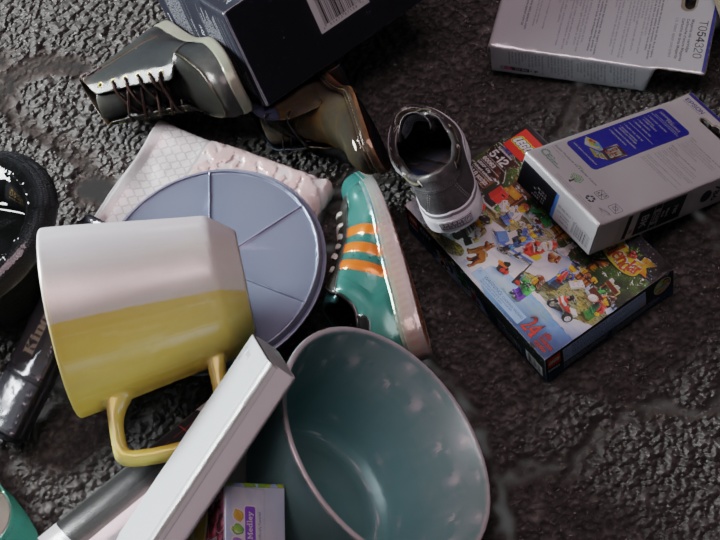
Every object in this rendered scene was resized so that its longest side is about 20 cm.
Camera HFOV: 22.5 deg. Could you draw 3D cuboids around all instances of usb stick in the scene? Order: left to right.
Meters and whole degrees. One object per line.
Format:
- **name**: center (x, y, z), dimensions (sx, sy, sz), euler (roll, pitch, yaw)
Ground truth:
- **usb stick**: center (-0.258, 0.050, 1.511), dimensions (0.055, 0.032, 0.202), euler (20, 83, 48)

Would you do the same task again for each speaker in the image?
- **speaker**: center (-0.153, 0.179, 1.422), dimensions (0.199, 0.082, 0.081), euler (-38, 59, -15)

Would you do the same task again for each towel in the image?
- **towel**: center (-0.148, -0.028, 1.585), dimensions (0.189, 0.032, 0.201), euler (22, 64, 22)

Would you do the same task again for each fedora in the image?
- **fedora**: center (-0.331, -0.010, 1.560), dimensions (0.199, 0.092, 0.202), euler (-16, 46, 17)

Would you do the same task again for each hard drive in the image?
- **hard drive**: center (-0.118, 0.144, 1.301), dimensions (0.026, 0.132, 0.201), euler (33, 91, -11)

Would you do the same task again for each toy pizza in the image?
- **toy pizza**: center (-0.124, 0.003, 1.523), dimensions (0.198, 0.032, 0.202), euler (-5, 58, 8)

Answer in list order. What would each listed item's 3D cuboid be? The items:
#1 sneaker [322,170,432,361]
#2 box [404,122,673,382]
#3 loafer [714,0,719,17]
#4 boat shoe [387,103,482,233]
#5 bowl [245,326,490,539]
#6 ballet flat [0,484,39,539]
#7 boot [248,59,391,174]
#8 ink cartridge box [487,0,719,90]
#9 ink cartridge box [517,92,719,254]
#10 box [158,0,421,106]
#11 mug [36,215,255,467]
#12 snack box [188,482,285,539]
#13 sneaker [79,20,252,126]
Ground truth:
- **sneaker**: center (0.000, 0.000, 1.516), dimensions (0.079, 0.072, 0.201), euler (-18, 51, 4)
- **box**: center (0.148, -0.019, 1.520), dimensions (0.136, 0.038, 0.200), euler (-34, 58, -12)
- **loafer**: center (0.359, -0.203, 1.566), dimensions (0.075, 0.068, 0.202), euler (-13, 66, -17)
- **boat shoe**: center (0.054, -0.104, 1.536), dimensions (0.069, 0.067, 0.201), euler (-22, 31, 6)
- **bowl**: center (-0.008, 0.155, 1.365), dimensions (0.105, 0.199, 0.202), euler (-41, 46, 36)
- **ballet flat**: center (-0.324, 0.177, 1.459), dimensions (0.067, 0.071, 0.200), euler (-34, 58, -13)
- **boot**: center (-0.039, -0.121, 1.591), dimensions (0.096, 0.075, 0.200), euler (-29, 33, 2)
- **ink cartridge box**: center (0.233, -0.257, 1.660), dimensions (0.198, 0.043, 0.198), euler (11, 60, 13)
- **ink cartridge box**: center (0.237, -0.084, 1.523), dimensions (0.199, 0.039, 0.100), euler (-21, 53, -31)
- **box**: center (-0.067, -0.268, 1.648), dimensions (0.199, 0.105, 0.182), euler (-36, 35, -14)
- **mug**: center (-0.160, 0.043, 1.423), dimensions (0.151, 0.189, 0.149), euler (-13, 11, -4)
- **snack box**: center (-0.100, 0.266, 1.293), dimensions (0.052, 0.142, 0.202), euler (7, 68, -23)
- **sneaker**: center (-0.175, -0.158, 1.621), dimensions (0.106, 0.075, 0.200), euler (-33, 28, -15)
